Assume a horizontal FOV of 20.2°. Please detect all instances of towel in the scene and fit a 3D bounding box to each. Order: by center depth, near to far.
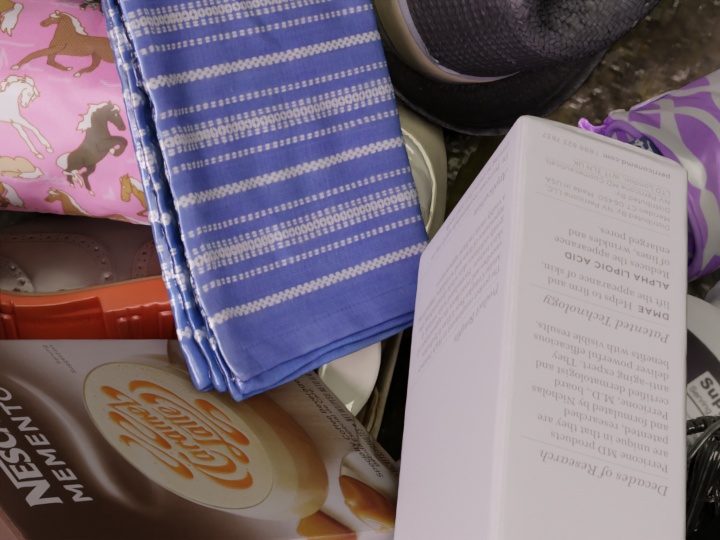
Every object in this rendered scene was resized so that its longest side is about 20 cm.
[{"bbox_3d":[-0.031,-0.064,0.758,0.144,0.024,0.202,-19,98,-49],"label":"towel"}]

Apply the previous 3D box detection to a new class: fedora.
[{"bbox_3d":[0.082,-0.153,0.842,0.199,0.091,0.202,-8,104,-35],"label":"fedora"}]

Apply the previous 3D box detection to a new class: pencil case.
[{"bbox_3d":[-0.139,-0.062,0.797,0.198,0.087,0.083,2,64,9],"label":"pencil case"},{"bbox_3d":[0.194,-0.070,0.891,0.199,0.084,0.086,-26,59,-17],"label":"pencil case"}]

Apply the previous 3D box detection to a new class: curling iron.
[{"bbox_3d":[0.135,0.139,0.777,0.049,0.026,0.201,-23,123,-18],"label":"curling iron"}]

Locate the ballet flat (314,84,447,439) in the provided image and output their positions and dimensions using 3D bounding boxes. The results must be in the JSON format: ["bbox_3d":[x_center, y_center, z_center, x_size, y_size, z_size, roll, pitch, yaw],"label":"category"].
[{"bbox_3d":[0.000,0.000,0.843,0.069,0.069,0.202,14,74,-7],"label":"ballet flat"}]

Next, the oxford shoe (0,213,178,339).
[{"bbox_3d":[-0.137,0.013,0.825,0.198,0.072,0.073,1,42,-3],"label":"oxford shoe"}]

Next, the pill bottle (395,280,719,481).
[{"bbox_3d":[0.112,0.078,0.820,0.199,0.111,0.112,-33,84,-16],"label":"pill bottle"}]

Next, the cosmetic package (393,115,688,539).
[{"bbox_3d":[0.062,0.057,0.701,0.074,0.102,0.201,15,55,-14],"label":"cosmetic package"}]

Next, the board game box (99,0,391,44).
[{"bbox_3d":[-0.059,-0.168,0.841,0.200,0.047,0.151,46,71,-24],"label":"board game box"}]

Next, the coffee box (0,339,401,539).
[{"bbox_3d":[-0.078,0.089,0.711,0.199,0.080,0.114,1,36,-50],"label":"coffee box"}]

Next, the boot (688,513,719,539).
[{"bbox_3d":[0.168,0.199,0.704,0.173,0.069,0.202,17,80,-9],"label":"boot"}]
